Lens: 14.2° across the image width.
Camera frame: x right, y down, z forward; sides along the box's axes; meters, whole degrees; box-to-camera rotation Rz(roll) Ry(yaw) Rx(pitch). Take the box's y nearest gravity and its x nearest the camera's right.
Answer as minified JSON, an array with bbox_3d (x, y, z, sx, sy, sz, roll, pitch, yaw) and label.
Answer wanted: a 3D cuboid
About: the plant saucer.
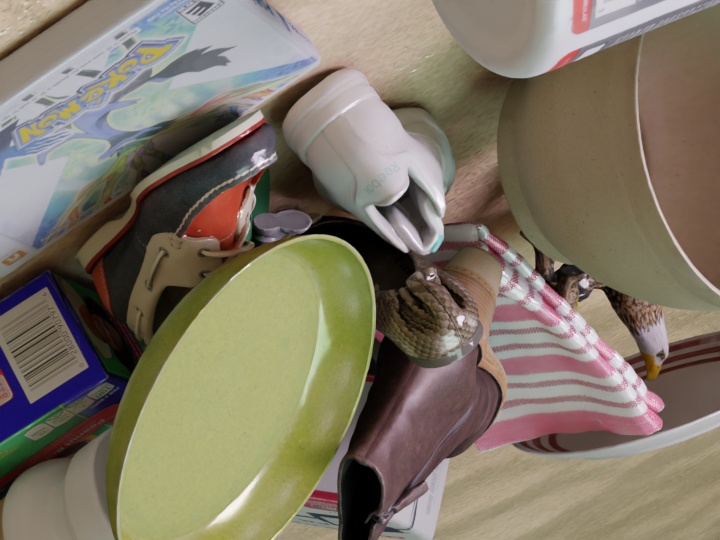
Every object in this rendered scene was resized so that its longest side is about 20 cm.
[{"bbox_3d":[-0.065,0.068,1.450,0.200,0.031,0.201,-38,143,-36],"label":"plant saucer"}]

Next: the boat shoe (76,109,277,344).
[{"bbox_3d":[-0.084,-0.020,1.449,0.071,0.063,0.200,-28,173,-32],"label":"boat shoe"}]

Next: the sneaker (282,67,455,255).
[{"bbox_3d":[0.020,-0.043,1.561,0.075,0.089,0.200,-42,163,8],"label":"sneaker"}]

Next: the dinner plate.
[{"bbox_3d":[0.191,0.082,1.820,0.199,0.024,0.200,-20,-170,4],"label":"dinner plate"}]

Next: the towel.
[{"bbox_3d":[0.071,0.041,1.710,0.146,0.200,0.030,-9,-132,44],"label":"towel"}]

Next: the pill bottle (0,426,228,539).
[{"bbox_3d":[-0.169,0.171,1.549,0.200,0.116,0.116,-38,162,32],"label":"pill bottle"}]

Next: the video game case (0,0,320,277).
[{"bbox_3d":[-0.129,-0.070,1.348,0.200,0.022,0.182,-34,164,9],"label":"video game case"}]

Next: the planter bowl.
[{"bbox_3d":[0.163,-0.070,1.608,0.134,0.201,0.200,-9,-178,43],"label":"planter bowl"}]

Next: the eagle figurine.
[{"bbox_3d":[0.193,-0.003,1.811,0.199,0.152,0.151,-17,145,-16],"label":"eagle figurine"}]

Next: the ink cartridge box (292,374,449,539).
[{"bbox_3d":[-0.033,0.113,1.827,0.144,0.085,0.200,8,171,14],"label":"ink cartridge box"}]

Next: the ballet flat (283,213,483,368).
[{"bbox_3d":[0.000,0.000,1.576,0.067,0.200,0.046,-37,122,-13],"label":"ballet flat"}]

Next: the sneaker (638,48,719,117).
[{"bbox_3d":[0.190,-0.095,1.769,0.085,0.077,0.200,-19,157,0],"label":"sneaker"}]

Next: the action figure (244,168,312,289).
[{"bbox_3d":[-0.062,0.049,1.574,0.054,0.118,0.200,14,141,0],"label":"action figure"}]

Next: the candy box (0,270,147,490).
[{"bbox_3d":[-0.188,0.087,1.604,0.169,0.077,0.200,-32,165,9],"label":"candy box"}]

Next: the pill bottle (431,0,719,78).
[{"bbox_3d":[0.133,-0.173,1.340,0.199,0.116,0.116,-23,162,-26],"label":"pill bottle"}]

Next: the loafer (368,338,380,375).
[{"bbox_3d":[0.014,0.039,1.827,0.073,0.071,0.200,-39,162,26],"label":"loafer"}]

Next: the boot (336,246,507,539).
[{"bbox_3d":[0.023,0.094,1.635,0.167,0.072,0.200,-59,167,-31],"label":"boot"}]
